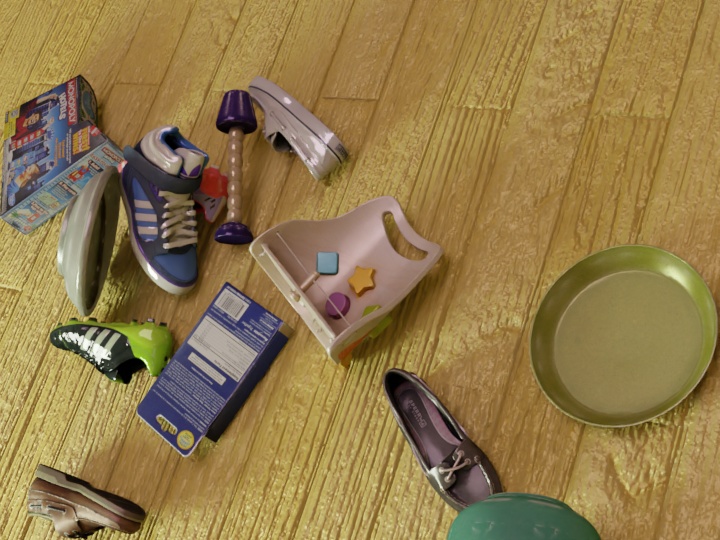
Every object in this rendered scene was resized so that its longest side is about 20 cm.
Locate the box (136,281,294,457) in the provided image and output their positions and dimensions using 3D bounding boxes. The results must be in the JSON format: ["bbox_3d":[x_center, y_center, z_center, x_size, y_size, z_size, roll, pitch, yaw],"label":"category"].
[{"bbox_3d":[-0.182,0.125,1.479,0.121,0.032,0.201,31,82,39],"label":"box"}]

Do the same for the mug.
[{"bbox_3d":[0.165,0.282,1.126,0.151,0.184,0.116,-24,48,48],"label":"mug"}]

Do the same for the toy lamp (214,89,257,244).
[{"bbox_3d":[-0.164,-0.137,1.570,0.058,0.058,0.203,-6,76,28],"label":"toy lamp"}]

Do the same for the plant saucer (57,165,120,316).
[{"bbox_3d":[-0.362,-0.042,1.577,0.050,0.201,0.203,10,66,-3],"label":"plant saucer"}]

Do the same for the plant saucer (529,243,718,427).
[{"bbox_3d":[0.272,0.070,1.236,0.198,0.031,0.202,-14,59,24],"label":"plant saucer"}]

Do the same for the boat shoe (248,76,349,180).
[{"bbox_3d":[-0.098,-0.188,1.570,0.065,0.074,0.200,-45,50,-4],"label":"boat shoe"}]

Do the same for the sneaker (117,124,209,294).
[{"bbox_3d":[-0.238,-0.087,1.538,0.146,0.080,0.202,-38,69,44],"label":"sneaker"}]

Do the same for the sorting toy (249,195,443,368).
[{"bbox_3d":[0.000,0.000,1.401,0.179,0.107,0.200,-39,51,-2],"label":"sorting toy"}]

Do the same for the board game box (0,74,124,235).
[{"bbox_3d":[-0.438,-0.182,1.780,0.198,0.062,0.202,-20,56,19],"label":"board game box"}]

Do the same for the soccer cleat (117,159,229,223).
[{"bbox_3d":[-0.264,-0.112,1.638,0.198,0.067,0.077,9,74,31],"label":"soccer cleat"}]

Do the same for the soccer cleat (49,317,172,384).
[{"bbox_3d":[-0.332,0.105,1.563,0.198,0.067,0.082,-1,77,30],"label":"soccer cleat"}]

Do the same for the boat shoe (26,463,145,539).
[{"bbox_3d":[-0.336,0.297,1.462,0.199,0.072,0.069,10,74,45],"label":"boat shoe"}]

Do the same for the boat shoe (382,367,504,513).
[{"bbox_3d":[0.080,0.183,1.273,0.067,0.057,0.201,-41,51,6],"label":"boat shoe"}]
